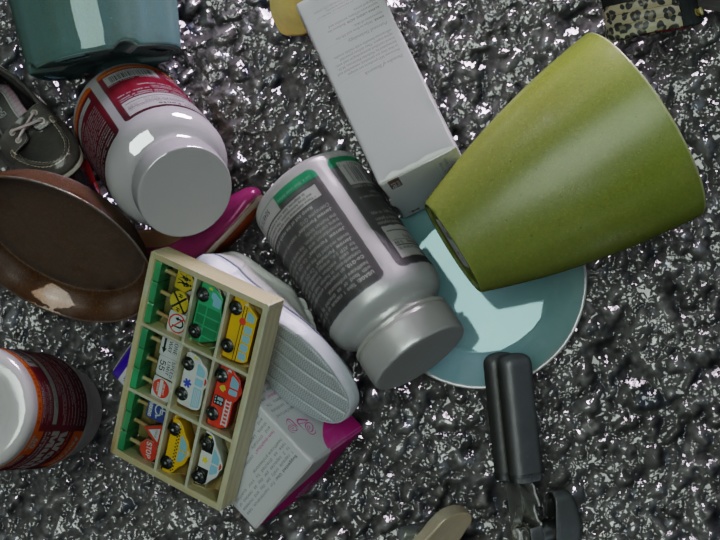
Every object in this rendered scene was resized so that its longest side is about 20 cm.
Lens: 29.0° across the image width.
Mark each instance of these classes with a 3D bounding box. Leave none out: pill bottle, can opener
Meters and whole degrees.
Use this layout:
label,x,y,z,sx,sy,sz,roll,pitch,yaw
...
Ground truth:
label,x,y,z,sx,sy,sz,roll,pitch,yaw
pill bottle,-0.313,0.128,1.276,0.109,0.200,0.110,-1,83,10
pill bottle,-0.189,-0.109,1.276,0.113,0.113,0.200,-45,35,3
can opener,0.157,0.172,1.261,0.067,0.053,0.201,-6,92,-24
pill bottle,0.000,0.000,1.255,0.113,0.113,0.200,-35,69,4

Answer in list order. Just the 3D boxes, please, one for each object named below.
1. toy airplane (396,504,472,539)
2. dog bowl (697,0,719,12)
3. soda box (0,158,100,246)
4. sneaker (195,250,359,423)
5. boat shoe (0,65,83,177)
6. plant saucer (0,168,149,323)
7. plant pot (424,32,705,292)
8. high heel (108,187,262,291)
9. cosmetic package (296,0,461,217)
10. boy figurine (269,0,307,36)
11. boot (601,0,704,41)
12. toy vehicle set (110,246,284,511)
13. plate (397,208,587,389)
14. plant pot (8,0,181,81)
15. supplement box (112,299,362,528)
label,x,y,z,sx,sy,sz,roll,pitch,yaw
toy airplane,0.015,0.310,1.230,0.199,0.141,0.200,-13,114,-5
dog bowl,0.351,-0.327,1.283,0.199,0.059,0.201,-1,84,10
soda box,-0.356,-0.048,1.369,0.199,0.070,0.064,-24,80,7
sneaker,-0.067,0.050,1.244,0.200,0.071,0.073,45,127,12
boat shoe,-0.335,-0.146,1.337,0.067,0.057,0.200,-42,47,-10
plant saucer,-0.277,-0.027,1.279,0.199,0.201,0.035,13,52,11
plant pot,0.162,-0.074,1.211,0.199,0.187,0.188,-32,79,-1
high heel,-0.179,-0.040,1.311,0.200,0.067,0.096,-39,87,27
cosmetic package,0.023,-0.161,1.283,0.081,0.113,0.201,-27,74,6
boy figurine,-0.007,-0.290,1.318,0.200,0.124,0.065,-29,84,37
boot,0.290,-0.294,1.229,0.203,0.073,0.155,-13,94,-5
toy vehicle set,-0.145,0.094,1.215,0.124,0.026,0.201,22,111,22
plate,0.112,0.011,1.304,0.199,0.026,0.201,-1,83,10
plant pot,-0.260,-0.292,1.328,0.199,0.200,0.197,-10,91,9
supplement box,-0.112,0.119,1.278,0.200,0.101,0.103,45,118,12
